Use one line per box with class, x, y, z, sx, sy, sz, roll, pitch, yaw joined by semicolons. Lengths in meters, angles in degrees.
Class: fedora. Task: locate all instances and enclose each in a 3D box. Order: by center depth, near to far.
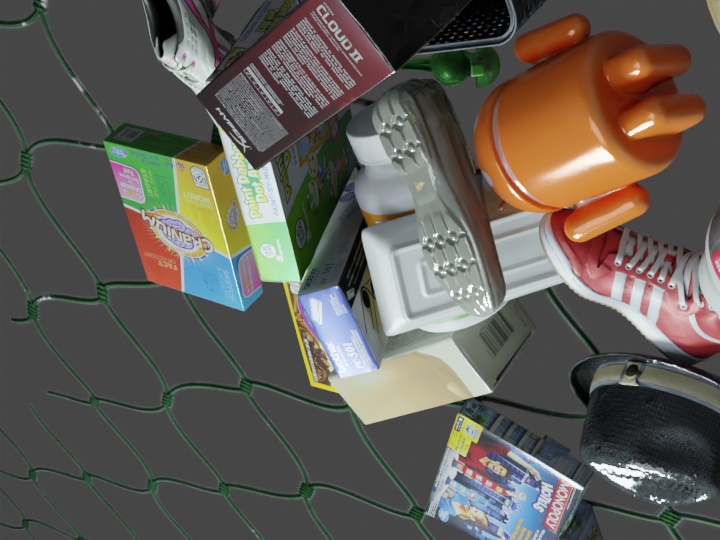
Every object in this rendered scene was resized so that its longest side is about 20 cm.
fedora;0.269;0.154;1.076;0.199;0.092;0.201;24;158;10

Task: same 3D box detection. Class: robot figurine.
robot figurine;0.169;-0.110;0.935;0.144;0.117;0.199;45;145;-19

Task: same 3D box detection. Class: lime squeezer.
lime squeezer;0.073;-0.168;1.006;0.200;0.070;0.038;23;133;61

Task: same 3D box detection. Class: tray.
tray;0.106;-0.013;1.039;0.022;0.198;0.108;-119;13;-64

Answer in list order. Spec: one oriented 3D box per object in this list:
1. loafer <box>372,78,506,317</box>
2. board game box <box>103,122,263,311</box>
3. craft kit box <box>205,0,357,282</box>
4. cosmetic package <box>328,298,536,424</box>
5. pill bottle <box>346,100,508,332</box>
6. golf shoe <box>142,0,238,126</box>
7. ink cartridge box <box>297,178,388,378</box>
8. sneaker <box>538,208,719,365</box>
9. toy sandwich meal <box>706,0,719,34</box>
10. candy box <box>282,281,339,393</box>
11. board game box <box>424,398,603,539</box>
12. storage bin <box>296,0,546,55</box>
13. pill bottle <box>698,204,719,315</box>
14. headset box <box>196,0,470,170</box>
loafer;0.077;-0.062;0.981;0.070;0.069;0.202;-12;100;53
board game box;-0.198;-0.060;1.358;0.152;0.040;0.201;15;134;30
craft kit box;-0.061;-0.129;1.050;0.048;0.198;0.201;4;130;20
cosmetic package;0.070;0.084;1.213;0.071;0.105;0.199;52;142;-13
pill bottle;0.061;-0.055;1.084;0.110;0.111;0.201;0;126;40
golf shoe;-0.160;-0.206;1.143;0.072;0.092;0.201;-1;122;42
ink cartridge box;0.000;0.000;1.115;0.044;0.201;0.095;-15;118;21
sneaker;0.249;-0.002;0.991;0.199;0.072;0.112;35;146;-16
toy sandwich meal;0.319;-0.191;0.777;0.204;0.070;0.207;22;134;24
candy box;-0.030;0.059;1.337;0.101;0.026;0.201;10;132;29
board game box;0.183;0.243;1.298;0.199;0.062;0.201;29;140;15
storage bin;0.044;-0.250;0.933;0.199;0.094;0.136;1;126;39
pill bottle;0.313;-0.027;0.857;0.110;0.111;0.200;35;162;9
headset box;-0.006;-0.172;0.854;0.075;0.149;0.199;50;142;-11
